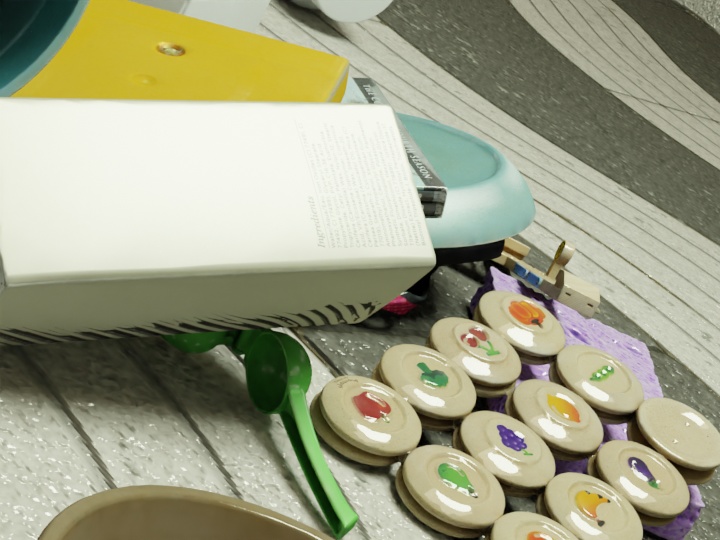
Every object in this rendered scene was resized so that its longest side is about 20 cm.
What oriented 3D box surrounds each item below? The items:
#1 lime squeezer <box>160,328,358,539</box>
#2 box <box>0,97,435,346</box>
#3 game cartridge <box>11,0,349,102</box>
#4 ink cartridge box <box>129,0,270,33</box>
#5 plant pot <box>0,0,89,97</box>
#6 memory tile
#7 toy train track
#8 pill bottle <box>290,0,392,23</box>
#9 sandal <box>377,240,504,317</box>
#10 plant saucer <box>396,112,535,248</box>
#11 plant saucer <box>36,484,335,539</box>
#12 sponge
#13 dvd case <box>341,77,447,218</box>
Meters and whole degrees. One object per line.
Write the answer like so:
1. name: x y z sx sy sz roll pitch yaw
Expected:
1. lime squeezer: -0.067 0.039 0.784 0.200 0.038 0.071 37 50 14
2. box: -0.073 -0.020 0.738 0.200 0.068 0.082 -1 67 -34
3. game cartridge: -0.109 -0.081 0.899 0.176 0.032 0.200 15 30 5
4. ink cartridge box: -0.170 -0.188 1.108 0.200 0.083 0.147 35 18 9
5. plant pot: -0.239 -0.177 0.828 0.200 0.200 0.188 21 6 -31
6. memory tile: 0.081 0.077 0.862 0.153 0.017 0.200 39 33 18
7. toy train track: 0.110 -0.007 1.090 0.115 0.033 0.200 26 5 -11
8. pill bottle: -0.043 -0.288 1.528 0.111 0.111 0.200 17 23 -39
9. sandal: 0.000 0.000 0.969 0.075 0.045 0.200 24 25 36
10. plant saucer: 0.002 -0.059 1.026 0.200 0.027 0.200 7 21 -2
11. plant saucer: -0.020 0.142 0.582 0.200 0.029 0.200 28 19 -11
12. sponge: 0.119 0.068 0.994 0.112 0.030 0.200 27 19 -11
13. dvd case: -0.070 -0.069 0.947 0.200 0.022 0.146 2 28 -18
